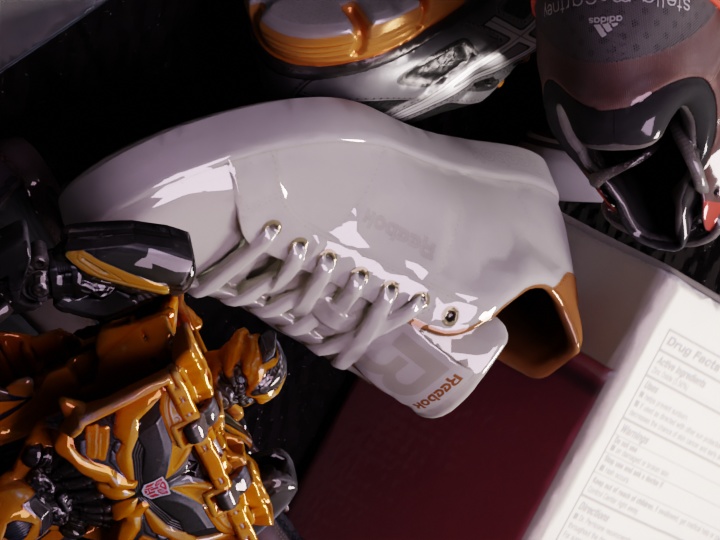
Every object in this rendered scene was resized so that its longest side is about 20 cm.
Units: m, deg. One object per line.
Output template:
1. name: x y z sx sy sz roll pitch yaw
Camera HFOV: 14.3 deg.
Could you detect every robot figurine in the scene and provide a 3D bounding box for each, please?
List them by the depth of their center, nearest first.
1. robot figurine: -0.114 0.064 0.817 0.199 0.058 0.145 -19 130 4

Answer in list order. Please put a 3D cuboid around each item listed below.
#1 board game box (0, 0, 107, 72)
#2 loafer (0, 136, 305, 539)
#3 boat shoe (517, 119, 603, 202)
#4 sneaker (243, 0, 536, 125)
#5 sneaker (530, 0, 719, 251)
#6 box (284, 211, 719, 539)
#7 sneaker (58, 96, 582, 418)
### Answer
1. board game box: -0.102 -0.130 0.816 0.200 0.028 0.136 -37 132 -24
2. loafer: -0.068 0.036 0.905 0.063 0.072 0.200 -56 132 -15
3. boat shoe: 0.132 -0.072 1.036 0.200 0.071 0.064 -19 114 -37
4. sneaker: 0.042 -0.099 0.940 0.200 0.078 0.077 -25 141 -28
5. sneaker: 0.088 -0.042 0.882 0.200 0.077 0.082 35 55 -67
6. box: 0.061 0.087 1.018 0.128 0.109 0.200 27 91 -46
7. sneaker: 0.000 0.000 0.884 0.200 0.085 0.073 3 151 -43
